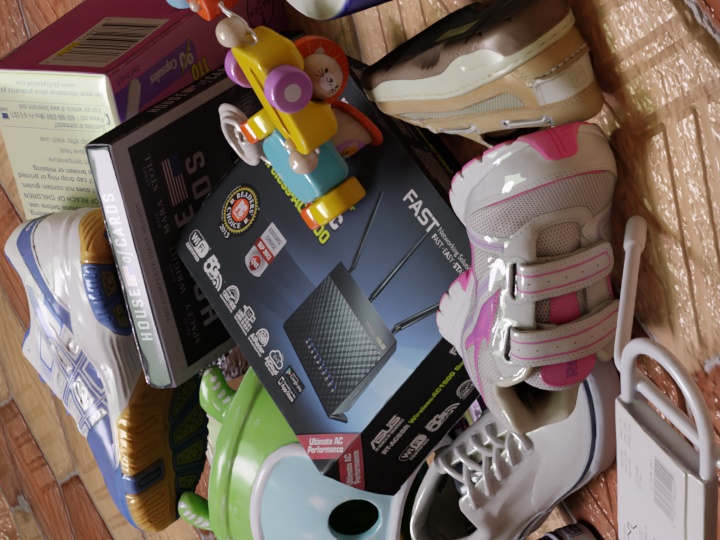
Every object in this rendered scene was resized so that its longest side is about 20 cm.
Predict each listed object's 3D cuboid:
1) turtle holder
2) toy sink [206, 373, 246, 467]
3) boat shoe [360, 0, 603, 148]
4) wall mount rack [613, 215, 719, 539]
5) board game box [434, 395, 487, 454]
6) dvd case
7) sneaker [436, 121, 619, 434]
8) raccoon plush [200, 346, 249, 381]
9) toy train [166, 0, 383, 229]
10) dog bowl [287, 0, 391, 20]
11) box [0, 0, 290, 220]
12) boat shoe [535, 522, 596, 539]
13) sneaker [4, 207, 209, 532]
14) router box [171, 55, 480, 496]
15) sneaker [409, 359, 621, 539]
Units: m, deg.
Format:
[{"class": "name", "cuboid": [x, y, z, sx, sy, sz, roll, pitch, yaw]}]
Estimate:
[{"class": "turtle holder", "cuboid": [-0.023, 0.127, 1.655, 0.132, 0.141, 0.186, 22, 100, 22]}, {"class": "toy sink", "cuboid": [-0.023, 0.162, 1.855, 0.200, 0.112, 0.130, 70, 163, -8]}, {"class": "boat shoe", "cuboid": [0.060, -0.086, 1.380, 0.076, 0.072, 0.200, 55, 167, -11]}, {"class": "wall mount rack", "cuboid": [0.150, 0.079, 1.301, 0.174, 0.074, 0.200, 48, 155, 40]}, {"class": "board game box", "cuboid": [0.041, 0.031, 1.645, 0.120, 0.032, 0.200, 137, 110, -77]}, {"class": "dvd case", "cuboid": [-0.077, -0.039, 1.651, 0.025, 0.200, 0.151, -1, 112, 35]}, {"class": "sneaker", "cuboid": [0.091, 0.007, 1.347, 0.200, 0.081, 0.088, 92, 158, -55]}, {"class": "raccoon plush", "cuboid": [-0.094, 0.047, 1.980, 0.134, 0.097, 0.200, 39, 147, 44]}, {"class": "toy train", "cuboid": [-0.048, -0.111, 1.448, 0.150, 0.056, 0.200, 47, 169, 36]}, {"class": "dog bowl", "cuboid": [-0.016, -0.229, 1.404, 0.200, 0.079, 0.200, 56, 159, 34]}, {"class": "box", "cuboid": [-0.115, -0.068, 1.707, 0.097, 0.176, 0.200, 6, 121, 33]}, {"class": "boat shoe", "cuboid": [0.132, 0.243, 1.553, 0.200, 0.068, 0.074, 68, 164, 0]}, {"class": "sneaker", "cuboid": [-0.150, 0.056, 1.648, 0.088, 0.075, 0.200, 2, 111, 36]}, {"class": "router box", "cuboid": [0.000, 0.000, 1.523, 0.062, 0.150, 0.200, 21, -154, -47]}, {"class": "sneaker", "cuboid": [0.081, 0.102, 1.499, 0.073, 0.071, 0.200, 55, 149, 22]}]
